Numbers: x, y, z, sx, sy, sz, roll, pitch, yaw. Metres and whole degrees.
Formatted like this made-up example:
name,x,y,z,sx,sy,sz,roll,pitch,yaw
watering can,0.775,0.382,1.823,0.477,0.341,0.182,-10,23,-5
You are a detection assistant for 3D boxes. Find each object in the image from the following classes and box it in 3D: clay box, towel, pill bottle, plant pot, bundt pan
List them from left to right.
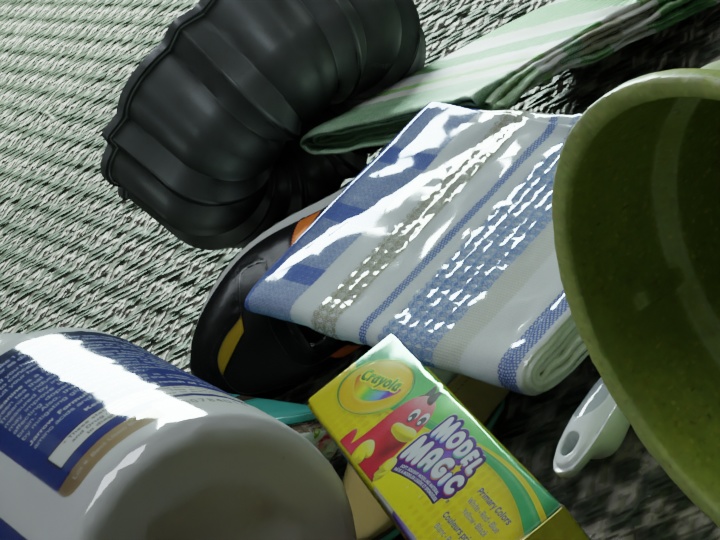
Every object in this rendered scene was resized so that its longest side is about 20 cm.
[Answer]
name,x,y,z,sx,sy,sz,roll,pitch,yaw
pill bottle,-0.093,0.083,0.787,0.111,0.111,0.200,-45,28,-14
bundt pan,-0.041,-0.089,1.185,0.202,0.076,0.202,-39,-19,-16
towel,0.053,-0.015,0.917,0.147,0.024,0.199,-46,32,-22
clay box,0.055,0.104,0.735,0.048,0.115,0.200,-39,24,-4
towel,0.085,-0.109,1.119,0.200,0.024,0.152,-31,14,-34
plant pot,0.194,-0.019,0.694,0.184,0.201,0.200,-37,20,-27

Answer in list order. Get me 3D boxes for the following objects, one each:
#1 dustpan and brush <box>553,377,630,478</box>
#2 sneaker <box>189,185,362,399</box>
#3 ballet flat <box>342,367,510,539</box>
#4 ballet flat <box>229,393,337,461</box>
name,x,y,z,sx,sy,sz,roll,pitch,yaw
dustpan and brush,0.127,0.022,0.846,0.139,0.057,0.200,-14,33,43
sneaker,0.000,0.000,1.050,0.200,0.070,0.090,-36,14,0
ballet flat,0.045,0.030,0.949,0.200,0.063,0.069,-47,18,-19
ballet flat,-0.063,0.089,1.007,0.075,0.064,0.200,-8,5,-28
